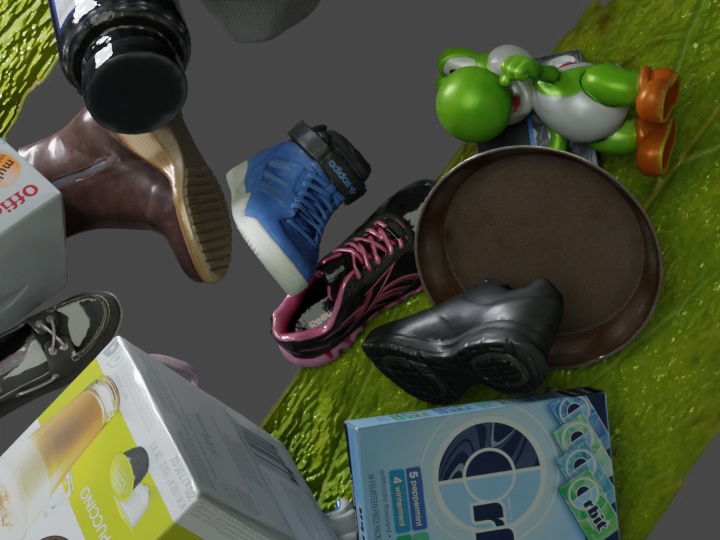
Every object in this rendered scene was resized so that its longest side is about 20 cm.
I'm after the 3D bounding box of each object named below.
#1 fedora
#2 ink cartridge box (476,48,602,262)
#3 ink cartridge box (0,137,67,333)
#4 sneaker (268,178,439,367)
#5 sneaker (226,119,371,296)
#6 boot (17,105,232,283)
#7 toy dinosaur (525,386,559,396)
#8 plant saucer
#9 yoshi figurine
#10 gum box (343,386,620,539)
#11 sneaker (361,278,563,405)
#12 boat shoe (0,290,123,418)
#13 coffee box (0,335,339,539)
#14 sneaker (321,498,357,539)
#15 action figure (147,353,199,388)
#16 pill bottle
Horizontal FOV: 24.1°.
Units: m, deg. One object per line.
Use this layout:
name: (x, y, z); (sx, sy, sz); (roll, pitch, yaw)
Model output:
fedora: (-0.089, -0.259, 1.435); (0.177, 0.090, 0.200); (-7, 41, 9)
ink cartridge box: (0.151, -0.076, 1.391); (0.099, 0.039, 0.200); (-11, 80, 14)
ink cartridge box: (-0.371, -0.046, 1.460); (0.200, 0.145, 0.145); (40, 60, 17)
sneaker: (0.000, 0.000, 1.396); (0.200, 0.095, 0.079); (-46, 71, 4)
sneaker: (-0.043, -0.060, 1.383); (0.111, 0.200, 0.077); (-33, 115, 5)
boot: (-0.210, -0.055, 1.493); (0.166, 0.072, 0.200); (-26, 76, 24)
toy dinosaur: (0.095, 0.179, 1.346); (0.136, 0.102, 0.200); (25, 67, 2)
plant saucer: (0.143, -0.014, 1.342); (0.200, 0.034, 0.200); (8, 121, 14)
yoshi figurine: (0.144, -0.125, 1.328); (0.200, 0.112, 0.113); (14, 92, 20)
gum box: (0.097, 0.187, 1.293); (0.200, 0.045, 0.170); (-7, 94, -14)
sneaker: (0.085, 0.052, 1.340); (0.200, 0.076, 0.091); (-5, 45, 46)
boat shoe: (-0.300, 0.083, 1.491); (0.200, 0.057, 0.067); (-33, 74, 10)
coffee box: (-0.155, 0.215, 1.281); (0.198, 0.200, 0.200); (-45, 40, 8)
sneaker: (-0.082, 0.253, 1.400); (0.200, 0.081, 0.147); (-12, 66, 23)
action figure: (-0.236, 0.169, 1.436); (0.200, 0.134, 0.149); (-41, 36, 33)
pill bottle: (-0.206, -0.210, 1.437); (0.112, 0.112, 0.200); (-30, 45, 10)
